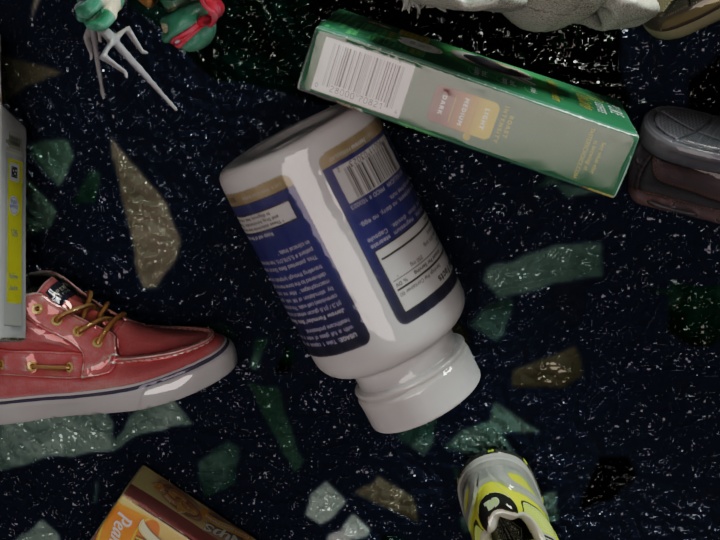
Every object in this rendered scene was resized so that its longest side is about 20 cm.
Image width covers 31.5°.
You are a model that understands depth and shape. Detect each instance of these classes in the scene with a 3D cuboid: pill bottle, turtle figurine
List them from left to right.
[{"bbox_3d":[-0.150,-0.191,0.783,0.100,0.150,0.200,-34,97,-11],"label":"turtle figurine"},{"bbox_3d":[0.000,0.000,0.829,0.111,0.111,0.201,-24,103,13],"label":"pill bottle"}]

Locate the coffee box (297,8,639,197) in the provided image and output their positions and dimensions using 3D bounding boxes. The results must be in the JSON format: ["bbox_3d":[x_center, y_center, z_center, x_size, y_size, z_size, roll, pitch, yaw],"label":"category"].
[{"bbox_3d":[0.067,-0.106,0.783,0.199,0.123,0.044,18,107,-1],"label":"coffee box"}]

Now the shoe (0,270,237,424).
[{"bbox_3d":[-0.190,0.046,0.886,0.199,0.072,0.091,-10,109,13],"label":"shoe"}]

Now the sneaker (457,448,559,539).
[{"bbox_3d":[0.120,0.228,0.903,0.075,0.076,0.201,-26,103,12],"label":"sneaker"}]

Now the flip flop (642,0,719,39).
[{"bbox_3d":[0.268,-0.179,0.766,0.199,0.081,0.058,-23,120,14],"label":"flip flop"}]

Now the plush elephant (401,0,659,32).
[{"bbox_3d":[0.093,-0.207,0.724,0.155,0.164,0.201,44,131,34],"label":"plush elephant"}]

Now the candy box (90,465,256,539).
[{"bbox_3d":[-0.172,0.260,0.957,0.115,0.055,0.200,34,107,-4],"label":"candy box"}]

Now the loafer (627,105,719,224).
[{"bbox_3d":[0.269,-0.047,0.814,0.199,0.072,0.063,19,128,7],"label":"loafer"}]

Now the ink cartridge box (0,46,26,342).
[{"bbox_3d":[-0.323,-0.050,0.865,0.197,0.047,0.201,-2,83,14],"label":"ink cartridge box"}]
